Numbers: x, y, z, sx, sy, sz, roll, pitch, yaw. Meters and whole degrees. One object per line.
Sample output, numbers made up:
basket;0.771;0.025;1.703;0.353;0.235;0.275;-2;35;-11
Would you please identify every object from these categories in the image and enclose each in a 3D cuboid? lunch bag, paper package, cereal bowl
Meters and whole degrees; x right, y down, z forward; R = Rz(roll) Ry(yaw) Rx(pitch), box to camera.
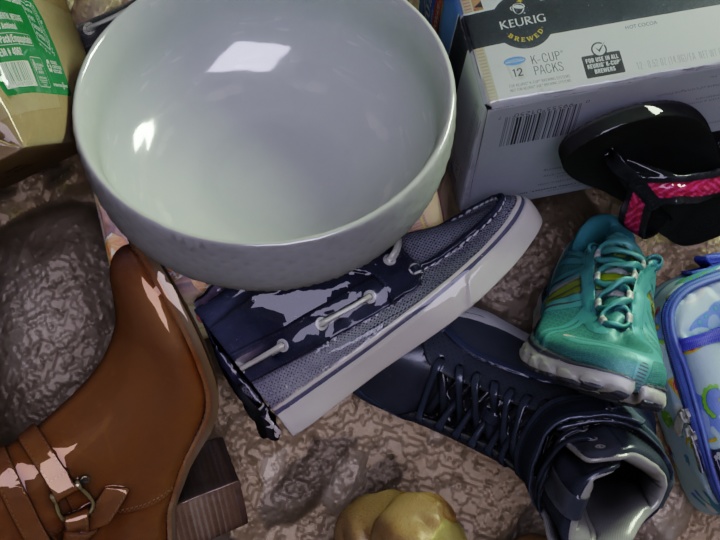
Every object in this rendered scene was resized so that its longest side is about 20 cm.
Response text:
lunch bag;0.274;0.055;0.907;0.198;0.082;0.162;-16;89;-8
paper package;-0.244;-0.077;0.779;0.189;0.200;0.104;-25;94;6
cereal bowl;-0.048;-0.067;0.792;0.198;0.084;0.202;-1;53;2

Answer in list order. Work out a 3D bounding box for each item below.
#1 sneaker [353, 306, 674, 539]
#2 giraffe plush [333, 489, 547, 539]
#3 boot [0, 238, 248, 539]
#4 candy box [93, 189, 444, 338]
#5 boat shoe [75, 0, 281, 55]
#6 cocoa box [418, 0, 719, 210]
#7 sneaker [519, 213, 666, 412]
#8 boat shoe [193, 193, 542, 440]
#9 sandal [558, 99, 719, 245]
sneaker;0.081;0.088;0.849;0.200;0.146;0.078;13;114;-5
giraffe plush;0.084;0.212;0.856;0.161;0.172;0.202;-11;85;-23
boot;-0.154;0.087;0.822;0.154;0.077;0.202;-17;125;-12
candy box;-0.052;-0.029;0.886;0.198;0.055;0.117;-12;93;-7
boat shoe;-0.082;-0.166;0.880;0.199;0.071;0.064;-31;93;-4
cocoa box;0.142;-0.134;0.856;0.198;0.134;0.132;-11;68;-6
sneaker;0.133;0.020;0.832;0.077;0.200;0.080;18;107;-4
boat shoe;0.000;0.000;0.827;0.199;0.075;0.093;-38;102;-3
sandal;0.179;-0.043;0.850;0.075;0.199;0.045;-25;61;26
